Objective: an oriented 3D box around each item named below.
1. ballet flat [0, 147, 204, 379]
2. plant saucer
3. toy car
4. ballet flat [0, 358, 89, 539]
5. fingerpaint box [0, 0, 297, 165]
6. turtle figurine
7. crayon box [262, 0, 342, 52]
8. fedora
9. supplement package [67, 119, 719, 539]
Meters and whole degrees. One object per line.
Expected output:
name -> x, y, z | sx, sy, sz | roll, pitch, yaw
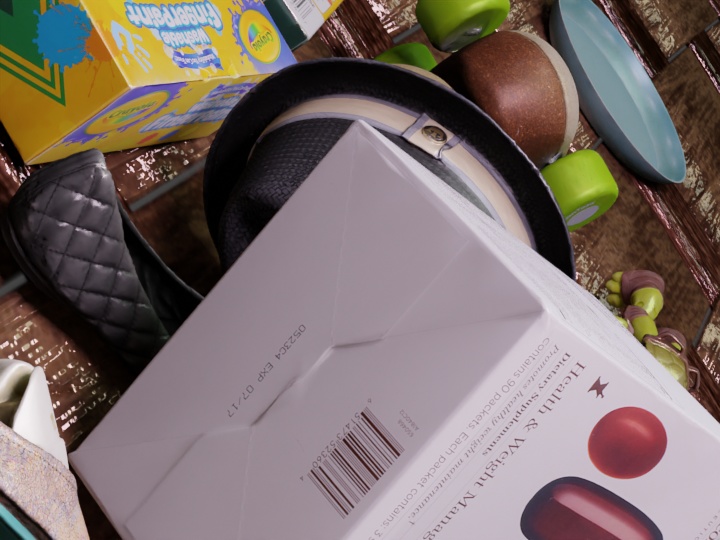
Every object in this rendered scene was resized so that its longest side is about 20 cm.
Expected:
ballet flat -> -0.084, 0.019, 1.001 | 0.200, 0.057, 0.067 | 45, 21, -43
plant saucer -> 0.221, -0.158, 1.948 | 0.200, 0.027, 0.200 | 46, 25, -28
toy car -> 0.019, -0.066, 1.300 | 0.200, 0.158, 0.165 | -16, 69, -38
ballet flat -> -0.151, 0.048, 0.791 | 0.200, 0.068, 0.067 | 45, 59, -32
fingerpaint box -> -0.134, -0.146, 1.095 | 0.167, 0.073, 0.200 | 59, 22, 4
turtle figurine -> 0.198, 0.061, 1.554 | 0.200, 0.064, 0.161 | 51, 23, -19
crayon box -> -0.062, -0.205, 1.359 | 0.126, 0.052, 0.200 | 55, 23, -10
fedora -> 0.000, 0.000, 1.066 | 0.201, 0.200, 0.092 | 55, 35, -9
supplement package -> 0.029, 0.083, 0.937 | 0.200, 0.191, 0.147 | 33, 11, -47
